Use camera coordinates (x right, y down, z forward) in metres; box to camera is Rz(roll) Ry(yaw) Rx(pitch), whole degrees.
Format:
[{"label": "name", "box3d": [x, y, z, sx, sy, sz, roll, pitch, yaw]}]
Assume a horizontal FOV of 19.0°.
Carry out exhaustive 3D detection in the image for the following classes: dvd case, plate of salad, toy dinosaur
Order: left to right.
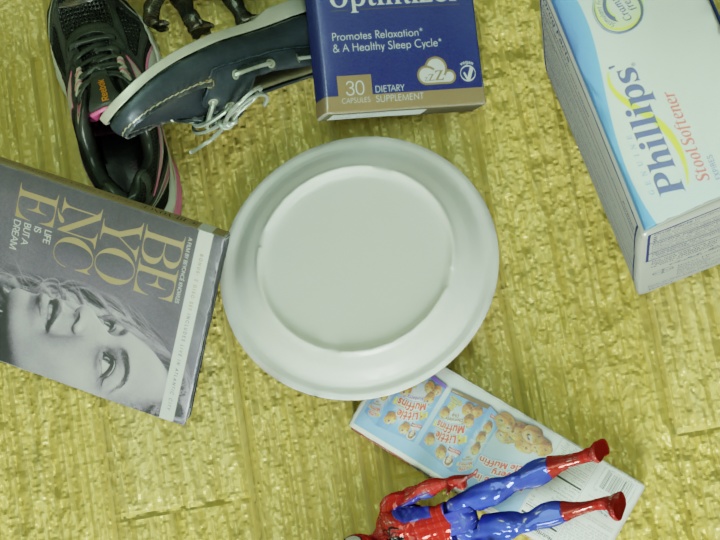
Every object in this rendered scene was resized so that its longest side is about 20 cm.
[{"label": "dvd case", "box3d": [-0.200, 0.012, 1.517, 0.199, 0.016, 0.149, 18, 112, 9]}, {"label": "toy dinosaur", "box3d": [-0.125, -0.226, 1.572, 0.199, 0.077, 0.103, -20, 68, -3]}, {"label": "plate of salad", "box3d": [0.000, 0.000, 1.521, 0.199, 0.048, 0.201, -4, 66, 9]}]

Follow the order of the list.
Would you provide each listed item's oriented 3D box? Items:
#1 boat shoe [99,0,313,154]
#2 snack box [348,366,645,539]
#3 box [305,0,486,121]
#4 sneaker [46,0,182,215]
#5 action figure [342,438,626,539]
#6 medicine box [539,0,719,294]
[{"label": "boat shoe", "box3d": [-0.097, -0.131, 1.513, 0.200, 0.075, 0.062, -32, 89, -45]}, {"label": "snack box", "box3d": [0.094, 0.129, 1.495, 0.200, 0.024, 0.072, 31, 84, 11]}, {"label": "box", "box3d": [0.018, -0.211, 1.541, 0.121, 0.032, 0.201, -5, 84, -15]}, {"label": "sneaker", "box3d": [-0.176, -0.124, 1.546, 0.080, 0.086, 0.201, -21, 76, -1]}, {"label": "action figure", "box3d": [0.076, 0.166, 1.458, 0.199, 0.052, 0.066, -18, 96, 22]}, {"label": "medicine box", "box3d": [0.200, -0.101, 1.443, 0.103, 0.200, 0.183, -21, 77, 1]}]
